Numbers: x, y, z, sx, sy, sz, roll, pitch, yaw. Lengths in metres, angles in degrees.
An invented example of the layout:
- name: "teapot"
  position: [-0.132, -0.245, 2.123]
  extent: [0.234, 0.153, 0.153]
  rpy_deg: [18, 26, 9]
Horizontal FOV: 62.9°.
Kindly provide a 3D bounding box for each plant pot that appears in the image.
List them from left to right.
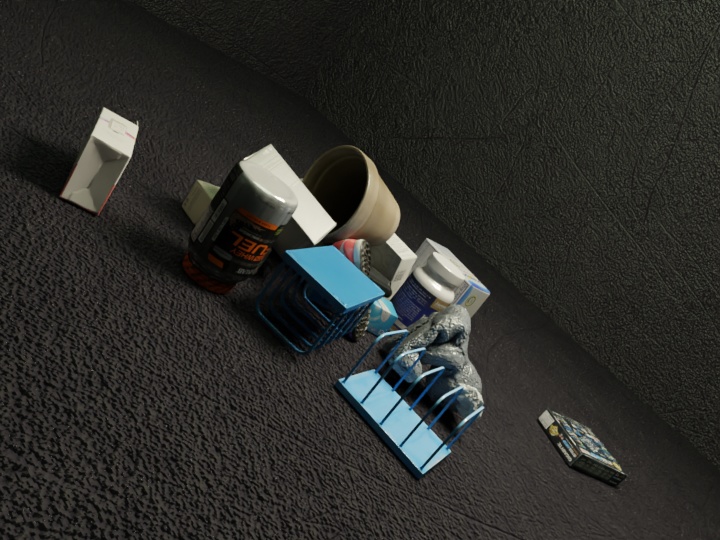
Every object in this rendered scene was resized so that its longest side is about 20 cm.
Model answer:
- name: "plant pot"
  position: [-0.010, -0.136, 1.250]
  extent: [0.173, 0.200, 0.200]
  rpy_deg: [25, 20, -48]

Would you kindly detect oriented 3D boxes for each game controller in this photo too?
- name: "game controller"
  position: [0.000, 0.000, 1.297]
  extent: [0.104, 0.042, 0.200]
  rpy_deg: [41, 5, 37]

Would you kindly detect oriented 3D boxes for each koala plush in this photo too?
- name: "koala plush"
  position: [0.170, 0.192, 1.152]
  extent: [0.201, 0.183, 0.177]
  rpy_deg: [58, 1, -3]

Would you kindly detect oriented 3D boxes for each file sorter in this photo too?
- name: "file sorter"
  position: [-0.071, 0.051, 1.044]
  extent: [0.139, 0.123, 0.200]
  rpy_deg: [41, 16, 13]
- name: "file sorter"
  position: [0.087, 0.210, 0.979]
  extent: [0.200, 0.123, 0.138]
  rpy_deg: [44, 17, 21]

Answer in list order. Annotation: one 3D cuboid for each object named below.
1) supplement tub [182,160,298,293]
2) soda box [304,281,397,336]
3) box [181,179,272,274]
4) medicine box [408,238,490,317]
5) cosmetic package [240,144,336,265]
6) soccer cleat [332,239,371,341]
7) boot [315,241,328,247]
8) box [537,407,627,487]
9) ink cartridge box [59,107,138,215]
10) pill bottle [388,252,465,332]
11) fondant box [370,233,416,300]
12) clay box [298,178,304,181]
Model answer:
- name: "supplement tub"
  position: [-0.203, -0.068, 0.974]
  extent: [0.122, 0.201, 0.123]
  rpy_deg: [34, 17, -12]
- name: "soda box"
  position: [-0.019, 0.064, 1.251]
  extent: [0.199, 0.064, 0.068]
  rpy_deg: [30, 18, -24]
- name: "box"
  position: [-0.260, -0.084, 1.132]
  extent: [0.082, 0.069, 0.200]
  rpy_deg: [16, 28, -53]
- name: "medicine box"
  position: [0.197, 0.055, 1.515]
  extent: [0.102, 0.183, 0.200]
  rpy_deg: [18, 25, -46]
- name: "cosmetic package"
  position: [-0.153, -0.122, 1.116]
  extent: [0.201, 0.107, 0.090]
  rpy_deg: [51, 46, -4]
- name: "soccer cleat"
  position: [-0.020, 0.039, 1.173]
  extent: [0.072, 0.203, 0.068]
  rpy_deg: [3, 7, 22]
- name: "boot"
  position: [-0.027, -0.075, 1.362]
  extent: [0.073, 0.090, 0.200]
  rpy_deg: [46, 21, 13]
- name: "box"
  position: [0.554, 0.441, 1.473]
  extent: [0.199, 0.046, 0.159]
  rpy_deg: [29, 19, -29]
- name: "ink cartridge box"
  position: [-0.430, -0.192, 0.980]
  extent: [0.067, 0.117, 0.200]
  rpy_deg: [28, 18, -27]
- name: "pill bottle"
  position: [0.142, 0.064, 1.344]
  extent: [0.115, 0.201, 0.116]
  rpy_deg: [33, 17, -12]
- name: "fondant box"
  position: [0.038, -0.039, 1.491]
  extent: [0.058, 0.145, 0.200]
  rpy_deg: [-9, 46, -40]
- name: "clay box"
  position: [-0.189, -0.131, 1.269]
  extent: [0.113, 0.048, 0.201]
  rpy_deg: [-2, 36, 14]
